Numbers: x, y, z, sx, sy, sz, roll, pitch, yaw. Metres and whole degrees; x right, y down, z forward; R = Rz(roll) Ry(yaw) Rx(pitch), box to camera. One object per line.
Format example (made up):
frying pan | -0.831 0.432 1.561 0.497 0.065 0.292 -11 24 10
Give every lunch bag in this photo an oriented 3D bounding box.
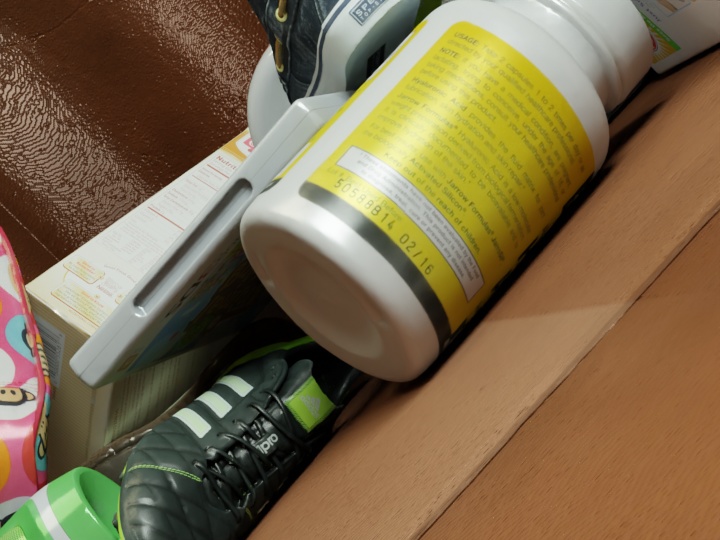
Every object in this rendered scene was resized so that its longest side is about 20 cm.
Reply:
lunch bag | -0.213 0.093 1.305 0.201 0.081 0.177 -111 21 -49

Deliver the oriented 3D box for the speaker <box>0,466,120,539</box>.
speaker | -0.183 0.192 1.198 0.200 0.088 0.088 -45 4 9

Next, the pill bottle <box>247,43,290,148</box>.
pill bottle | 0.003 -0.115 1.423 0.116 0.116 0.200 -44 9 18

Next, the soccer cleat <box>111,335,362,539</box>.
soccer cleat | -0.057 0.084 1.189 0.081 0.068 0.200 -28 13 31

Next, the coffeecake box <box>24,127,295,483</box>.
coffeecake box | -0.110 0.033 1.416 0.200 0.073 0.154 -38 -28 -40

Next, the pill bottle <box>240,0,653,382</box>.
pill bottle | 0.046 -0.054 1.125 0.200 0.111 0.111 -48 5 -20

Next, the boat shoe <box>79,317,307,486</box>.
boat shoe | -0.098 0.114 1.356 0.200 0.072 0.076 -40 -12 -9

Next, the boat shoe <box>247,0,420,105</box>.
boat shoe | -0.022 -0.130 1.236 0.071 0.091 0.200 -40 -9 -16

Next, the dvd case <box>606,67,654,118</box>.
dvd case | 0.122 -0.095 1.337 0.200 0.025 0.150 -47 4 2

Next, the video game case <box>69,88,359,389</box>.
video game case | -0.047 -0.022 1.245 0.182 0.022 0.200 -48 -9 18

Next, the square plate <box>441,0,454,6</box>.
square plate | 0.070 -0.139 1.288 0.198 0.028 0.202 -39 -38 -75

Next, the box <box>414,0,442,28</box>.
box | 0.037 -0.210 1.209 0.200 0.047 0.123 80 -155 -73

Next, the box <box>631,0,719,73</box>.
box | 0.170 -0.181 1.146 0.113 0.101 0.200 -48 5 -12
